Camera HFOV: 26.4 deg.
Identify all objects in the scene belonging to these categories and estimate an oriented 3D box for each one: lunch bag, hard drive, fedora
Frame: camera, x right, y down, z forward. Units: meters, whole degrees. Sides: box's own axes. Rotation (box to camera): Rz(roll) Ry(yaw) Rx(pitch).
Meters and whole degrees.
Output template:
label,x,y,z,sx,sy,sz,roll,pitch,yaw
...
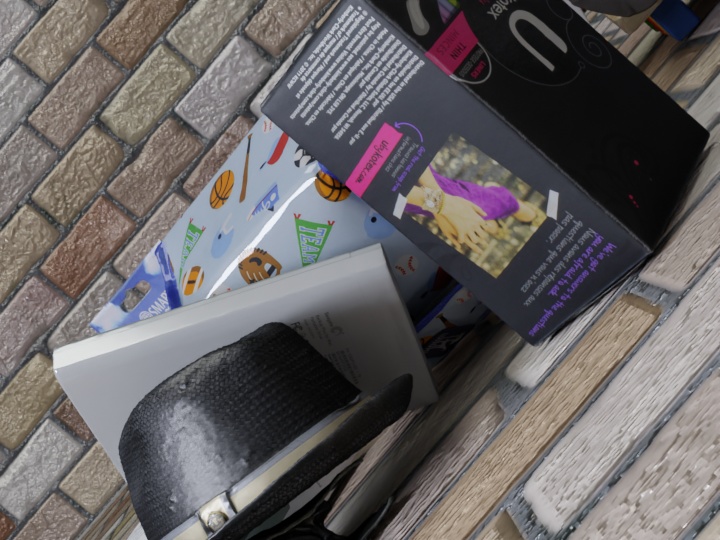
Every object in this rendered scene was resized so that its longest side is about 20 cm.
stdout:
label,x,y,z,sx,sy,sz,roll,pitch,yaw
lunch bag,0.000,0.000,0.977,0.170,0.200,0.124,-46,37,26
hard drive,-0.064,0.063,0.917,0.200,0.132,0.026,-18,45,5
fedora,-0.069,0.092,0.844,0.200,0.092,0.201,-36,-5,-4

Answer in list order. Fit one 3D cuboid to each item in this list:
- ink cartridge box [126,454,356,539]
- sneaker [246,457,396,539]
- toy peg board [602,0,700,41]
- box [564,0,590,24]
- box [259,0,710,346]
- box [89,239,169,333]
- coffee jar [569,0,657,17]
label,x,y,z,sx,sy,sz,roll,pitch,yaw
ink cartridge box,-0.104,0.185,1.023,0.146,0.084,0.200,-45,7,46
sneaker,-0.070,0.185,0.827,0.200,0.060,0.104,-40,-1,-28
toy peg board,0.272,-0.264,1.205,0.200,0.098,0.199,-49,20,12
box,0.120,-0.159,1.293,0.097,0.125,0.200,-29,-1,-14
box,0.069,-0.080,0.820,0.106,0.200,0.122,-45,7,44
box,-0.087,0.064,1.121,0.122,0.200,0.048,-45,6,39
coffee jar,0.194,-0.277,1.105,0.104,0.085,0.200,94,-169,-48
